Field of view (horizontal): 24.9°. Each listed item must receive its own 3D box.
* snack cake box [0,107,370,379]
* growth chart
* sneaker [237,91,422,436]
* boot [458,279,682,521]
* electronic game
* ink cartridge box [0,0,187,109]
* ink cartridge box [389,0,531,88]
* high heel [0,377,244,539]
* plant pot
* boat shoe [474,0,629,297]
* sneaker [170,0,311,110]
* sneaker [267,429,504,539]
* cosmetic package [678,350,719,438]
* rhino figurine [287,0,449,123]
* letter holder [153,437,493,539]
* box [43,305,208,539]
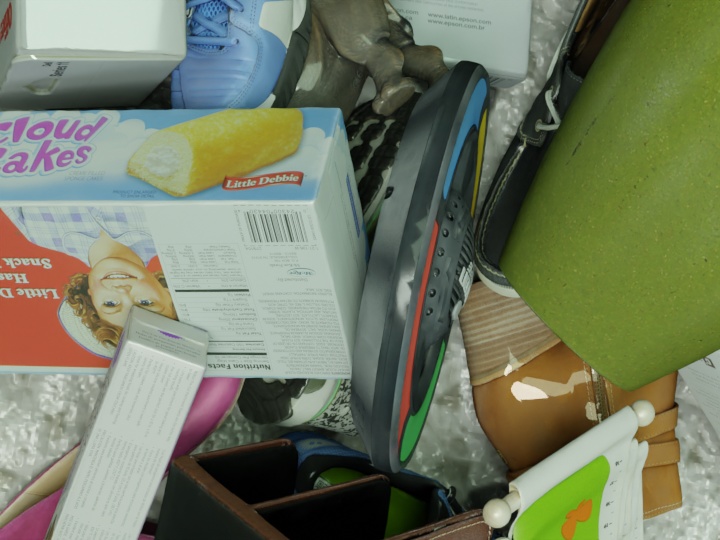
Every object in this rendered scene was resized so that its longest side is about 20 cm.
[{"bbox_3d":[-0.100,-0.011,0.776,0.198,0.116,0.068,1,45,13],"label":"snack cake box"},{"bbox_3d":[0.113,0.164,0.849,0.144,0.018,0.201,-35,132,-32],"label":"growth chart"},{"bbox_3d":[0.000,0.000,0.887,0.088,0.076,0.202,32,74,-43],"label":"sneaker"},{"bbox_3d":[0.160,0.057,0.909,0.198,0.077,0.157,-18,89,-14],"label":"boot"},{"bbox_3d":[0.034,-0.001,0.792,0.041,0.200,0.202,12,82,8],"label":"electronic game"},{"bbox_3d":[-0.138,-0.189,0.808,0.082,0.146,0.202,0,87,-17],"label":"ink cartridge box"},{"bbox_3d":[0.003,-0.212,0.904,0.198,0.041,0.202,6,84,-15],"label":"ink cartridge box"},{"bbox_3d":[-0.120,0.067,0.838,0.095,0.067,0.202,21,91,-19],"label":"high heel"},{"bbox_3d":[0.165,-0.046,0.787,0.187,0.187,0.200,42,101,-9],"label":"plant pot"},{"bbox_3d":[0.114,-0.082,0.872,0.071,0.068,0.201,28,85,29],"label":"boat shoe"},{"bbox_3d":[-0.065,-0.151,0.805,0.077,0.075,0.202,35,59,-54],"label":"sneaker"},{"bbox_3d":[0.033,0.154,0.860,0.199,0.089,0.079,31,79,-14],"label":"sneaker"},{"bbox_3d":[0.249,0.065,0.897,0.102,0.071,0.200,-47,126,-15],"label":"cosmetic package"},{"bbox_3d":[-0.050,-0.070,0.842,0.199,0.060,0.088,-37,64,6],"label":"rhino figurine"},{"bbox_3d":[-0.029,0.191,0.801,0.141,0.100,0.202,-7,119,-45],"label":"letter holder"},{"bbox_3d":[-0.124,0.115,0.774,0.041,0.039,0.201,18,111,-11],"label":"box"}]
